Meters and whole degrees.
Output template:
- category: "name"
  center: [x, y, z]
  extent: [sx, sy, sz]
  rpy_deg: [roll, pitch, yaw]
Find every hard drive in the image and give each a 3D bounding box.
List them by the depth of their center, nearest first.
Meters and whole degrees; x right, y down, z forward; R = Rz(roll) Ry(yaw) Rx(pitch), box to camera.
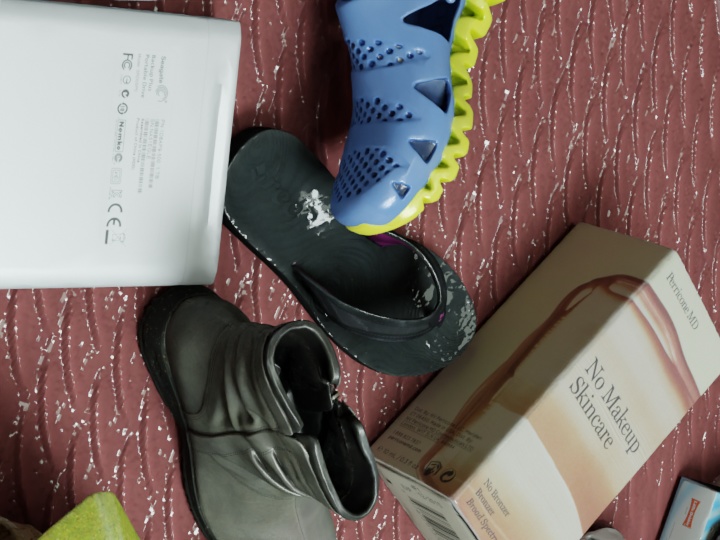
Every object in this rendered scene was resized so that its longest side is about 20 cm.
- category: "hard drive"
  center: [-0.151, -0.058, 0.737]
  extent: [0.199, 0.027, 0.133]
  rpy_deg: [-1, 103, -38]

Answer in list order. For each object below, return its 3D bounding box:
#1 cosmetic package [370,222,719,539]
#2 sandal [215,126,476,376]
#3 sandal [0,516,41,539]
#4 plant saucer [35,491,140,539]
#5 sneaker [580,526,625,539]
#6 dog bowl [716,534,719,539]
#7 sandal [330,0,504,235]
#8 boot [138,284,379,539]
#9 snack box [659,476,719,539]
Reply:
- category: "cosmetic package"
  center: [0.113, 0.080, 0.935]
  extent: [0.200, 0.087, 0.104]
  rpy_deg: [-47, 124, -17]
- category: "sandal"
  center: [-0.001, 0.001, 0.852]
  extent: [0.200, 0.048, 0.076]
  rpy_deg: [38, 78, -36]
- category: "sandal"
  center: [-0.184, 0.145, 0.740]
  extent: [0.078, 0.069, 0.212]
  rpy_deg: [-52, 127, -14]
- category: "plant saucer"
  center: [-0.156, 0.224, 0.742]
  extent: [0.199, 0.048, 0.201]
  rpy_deg: [-40, 146, -18]
- category: "sneaker"
  center: [0.119, 0.232, 0.980]
  extent: [0.199, 0.090, 0.067]
  rpy_deg: [-31, 118, -27]
- category: "dog bowl"
  center: [0.301, 0.235, 1.090]
  extent: [0.199, 0.059, 0.202]
  rpy_deg: [-12, 110, -34]
- category: "sandal"
  center: [0.018, -0.115, 0.812]
  extent: [0.087, 0.079, 0.201]
  rpy_deg: [29, 67, -34]
- category: "boot"
  center: [-0.037, 0.102, 0.800]
  extent: [0.068, 0.130, 0.201]
  rpy_deg: [-36, 121, -24]
- category: "snack box"
  center: [0.281, 0.222, 1.133]
  extent: [0.199, 0.037, 0.117]
  rpy_deg: [18, 92, -39]
